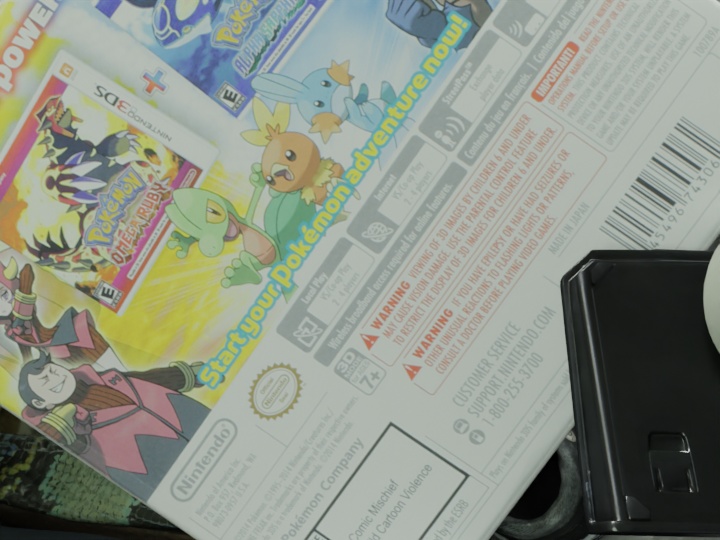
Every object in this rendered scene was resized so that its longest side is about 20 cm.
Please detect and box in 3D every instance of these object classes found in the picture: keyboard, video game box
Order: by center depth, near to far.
[{"bbox_3d":[0.148,0.056,0.678,0.200,0.021,0.127,2,62,-17],"label":"keyboard"},{"bbox_3d":[-0.011,-0.026,0.713,0.182,0.047,0.200,35,107,-4],"label":"video game box"}]

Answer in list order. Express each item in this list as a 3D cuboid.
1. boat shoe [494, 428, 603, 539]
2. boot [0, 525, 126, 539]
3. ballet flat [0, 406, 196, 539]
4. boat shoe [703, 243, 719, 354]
[{"bbox_3d":[-0.002,0.002,0.797,0.074,0.068,0.199,-40,72,12],"label":"boat shoe"},{"bbox_3d":[-0.139,0.053,0.764,0.200,0.076,0.168,-19,65,24],"label":"boot"},{"bbox_3d":[-0.088,0.063,0.832,0.200,0.074,0.074,5,86,20],"label":"ballet flat"},{"bbox_3d":[0.183,0.027,0.657,0.202,0.060,0.072,21,59,-7],"label":"boat shoe"}]
